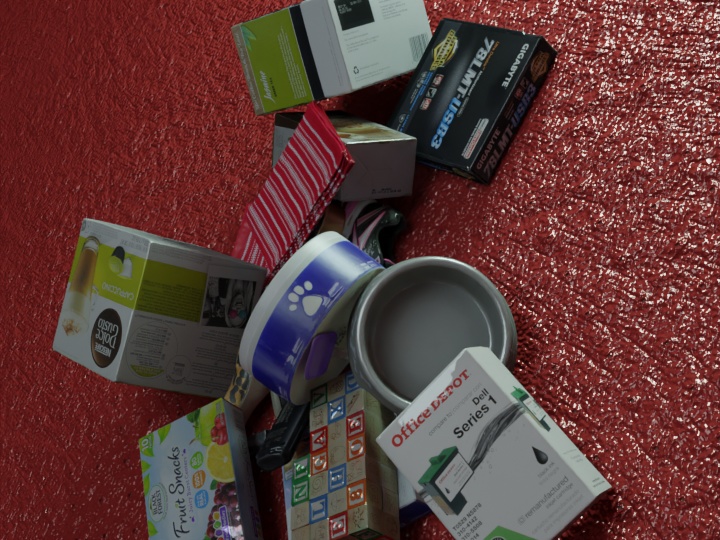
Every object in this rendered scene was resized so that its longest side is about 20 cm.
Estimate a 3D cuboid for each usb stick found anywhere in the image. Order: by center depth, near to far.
[{"bbox_3d":[-0.075,0.174,1.507,0.055,0.033,0.201,-22,23,32],"label":"usb stick"}]

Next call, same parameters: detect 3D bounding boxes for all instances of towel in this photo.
[{"bbox_3d":[-0.084,-0.106,1.559,0.201,0.022,0.145,-57,38,24],"label":"towel"},{"bbox_3d":[-0.116,-0.039,1.745,0.199,0.022,0.146,-2,66,45],"label":"towel"}]

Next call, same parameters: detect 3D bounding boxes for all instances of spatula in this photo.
[{"bbox_3d":[-0.004,0.100,1.428,0.020,0.199,0.057,25,103,36],"label":"spatula"}]

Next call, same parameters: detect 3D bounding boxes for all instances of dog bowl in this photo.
[{"bbox_3d":[0.081,0.077,1.358,0.197,0.059,0.203,0,78,1],"label":"dog bowl"},{"bbox_3d":[-0.054,0.059,1.445,0.078,0.200,0.201,34,92,17],"label":"dog bowl"}]

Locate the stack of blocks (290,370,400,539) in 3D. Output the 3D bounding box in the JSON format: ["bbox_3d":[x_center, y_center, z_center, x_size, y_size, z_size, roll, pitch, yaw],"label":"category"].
[{"bbox_3d":[-0.019,0.226,1.390,0.114,0.058,0.202,-26,49,32],"label":"stack of blocks"}]

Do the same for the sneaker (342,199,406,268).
[{"bbox_3d":[0.000,0.000,1.574,0.086,0.080,0.202,15,85,30],"label":"sneaker"}]

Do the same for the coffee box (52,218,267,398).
[{"bbox_3d":[-0.287,0.056,1.707,0.199,0.199,0.200,16,92,49],"label":"coffee box"}]

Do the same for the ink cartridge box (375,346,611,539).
[{"bbox_3d":[0.134,0.198,1.238,0.146,0.084,0.200,-47,72,14],"label":"ink cartridge box"}]

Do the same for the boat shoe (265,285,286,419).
[{"bbox_3d":[-0.093,0.108,1.603,0.062,0.073,0.202,-2,58,-6],"label":"boat shoe"}]

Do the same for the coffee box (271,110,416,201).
[{"bbox_3d":[-0.026,-0.158,1.626,0.199,0.113,0.081,29,120,53],"label":"coffee box"}]

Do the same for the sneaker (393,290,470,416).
[{"bbox_3d":[0.091,0.081,1.423,0.115,0.080,0.201,-27,47,34],"label":"sneaker"}]

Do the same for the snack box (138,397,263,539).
[{"bbox_3d":[-0.205,0.283,1.535,0.141,0.053,0.202,-28,53,19],"label":"snack box"}]

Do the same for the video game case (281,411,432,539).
[{"bbox_3d":[-0.008,0.241,1.450,0.199,0.045,0.183,-33,46,27],"label":"video game case"}]

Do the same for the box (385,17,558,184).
[{"bbox_3d":[0.138,-0.228,1.596,0.198,0.049,0.201,25,86,51],"label":"box"}]

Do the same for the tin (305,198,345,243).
[{"bbox_3d":[-0.074,-0.056,1.619,0.112,0.042,0.200,-54,23,6],"label":"tin"}]

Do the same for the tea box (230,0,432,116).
[{"bbox_3d":[-0.036,-0.316,1.688,0.195,0.199,0.135,-5,105,44],"label":"tea box"}]

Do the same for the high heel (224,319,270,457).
[{"bbox_3d":[-0.182,0.168,1.652,0.141,0.071,0.202,-19,62,29],"label":"high heel"}]
